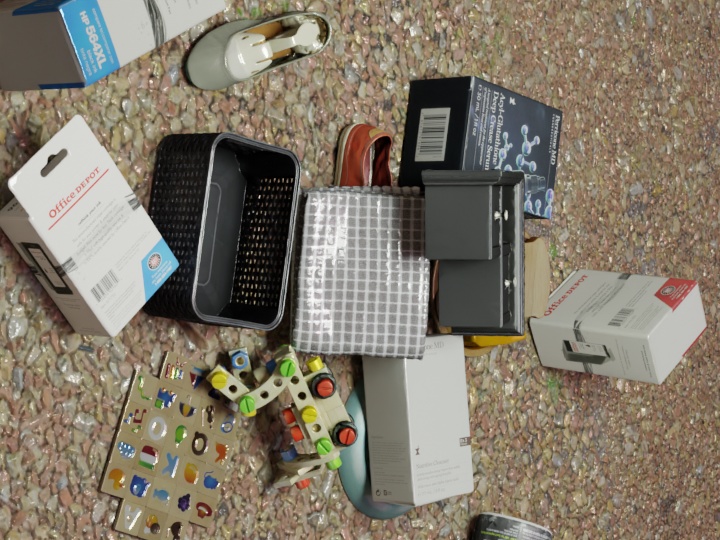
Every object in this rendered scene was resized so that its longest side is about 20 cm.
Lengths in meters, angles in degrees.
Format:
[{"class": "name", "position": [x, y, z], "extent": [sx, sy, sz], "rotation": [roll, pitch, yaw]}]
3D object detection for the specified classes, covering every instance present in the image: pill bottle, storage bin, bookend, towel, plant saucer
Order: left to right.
[{"class": "storage bin", "position": [-0.152, -0.042, 1.668], "extent": [0.135, 0.093, 0.202], "rotation": [12, 83, -46]}, {"class": "towel", "position": [0.000, 0.000, 1.775], "extent": [0.164, 0.086, 0.202], "rotation": [2, 91, -4]}, {"class": "plant saucer", "position": [0.048, 0.217, 1.944], "extent": [0.199, 0.027, 0.202], "rotation": [-2, 93, -47]}, {"class": "bookend", "position": [0.133, -0.017, 1.771], "extent": [0.200, 0.091, 0.201], "rotation": [-8, 98, -76]}, {"class": "pill bottle", "position": [0.183, 0.433, 2.043], "extent": [0.106, 0.106, 0.202], "rotation": [29, 71, -44]}]

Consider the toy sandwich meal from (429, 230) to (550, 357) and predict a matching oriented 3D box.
[{"class": "toy sandwich meal", "position": [0.173, 0.023, 2.034], "extent": [0.204, 0.070, 0.207], "rotation": [-3, 95, -47]}]

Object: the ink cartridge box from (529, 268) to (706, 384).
[{"class": "ink cartridge box", "position": [0.360, 0.075, 2.146], "extent": [0.147, 0.199, 0.083], "rotation": [-41, 123, -37]}]

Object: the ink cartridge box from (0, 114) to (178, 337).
[{"class": "ink cartridge box", "position": [-0.284, -0.045, 1.544], "extent": [0.116, 0.067, 0.201], "rotation": [-50, 126, -32]}]

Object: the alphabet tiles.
[{"class": "alphabet tiles", "position": [-0.206, 0.199, 1.686], "extent": [0.166, 0.006, 0.202], "rotation": [28, 72, -45]}]

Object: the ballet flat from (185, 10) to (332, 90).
[{"class": "ballet flat", "position": [-0.109, -0.254, 1.723], "extent": [0.199, 0.063, 0.068], "rotation": [-28, 112, -42]}]

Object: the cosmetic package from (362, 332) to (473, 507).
[{"class": "cosmetic package", "position": [0.070, 0.179, 1.884], "extent": [0.112, 0.081, 0.202], "rotation": [-6, 93, -44]}]

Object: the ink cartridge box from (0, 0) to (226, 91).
[{"class": "ink cartridge box", "position": [-0.253, -0.255, 1.509], "extent": [0.200, 0.145, 0.085], "rotation": [-36, 118, -38]}]

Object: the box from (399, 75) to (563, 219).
[{"class": "box", "position": [0.158, -0.154, 1.983], "extent": [0.199, 0.106, 0.150], "rotation": [12, 83, -47]}]

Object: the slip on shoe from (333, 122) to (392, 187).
[{"class": "slip on shoe", "position": [0.005, -0.078, 1.858], "extent": [0.074, 0.061, 0.202], "rotation": [4, 91, -48]}]

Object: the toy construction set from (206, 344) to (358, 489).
[{"class": "toy construction set", "position": [-0.080, 0.167, 1.737], "extent": [0.130, 0.092, 0.201], "rotation": [-24, 119, -1]}]
